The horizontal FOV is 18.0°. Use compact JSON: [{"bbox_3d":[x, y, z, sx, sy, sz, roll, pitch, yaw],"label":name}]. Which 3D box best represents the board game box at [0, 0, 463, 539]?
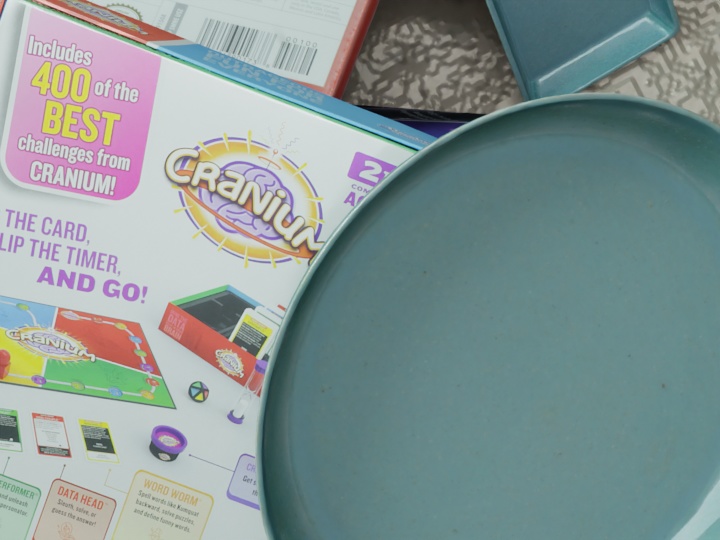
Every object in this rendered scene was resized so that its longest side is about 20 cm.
[{"bbox_3d":[-0.072,0.029,0.725,0.152,0.040,0.202,21,100,-3],"label":"board game box"}]

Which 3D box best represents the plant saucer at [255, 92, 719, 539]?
[{"bbox_3d":[0.057,0.039,0.713,0.198,0.027,0.202,-8,112,-21],"label":"plant saucer"}]

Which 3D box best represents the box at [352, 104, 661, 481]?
[{"bbox_3d":[0.000,0.000,0.813,0.198,0.148,0.105,4,101,-1],"label":"box"}]

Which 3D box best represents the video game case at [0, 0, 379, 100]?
[{"bbox_3d":[-0.050,-0.145,0.825,0.142,0.018,0.201,14,57,9],"label":"video game case"}]

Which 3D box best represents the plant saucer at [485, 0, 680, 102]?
[{"bbox_3d":[0.066,-0.134,0.816,0.070,0.200,0.019,-30,53,-1],"label":"plant saucer"}]
